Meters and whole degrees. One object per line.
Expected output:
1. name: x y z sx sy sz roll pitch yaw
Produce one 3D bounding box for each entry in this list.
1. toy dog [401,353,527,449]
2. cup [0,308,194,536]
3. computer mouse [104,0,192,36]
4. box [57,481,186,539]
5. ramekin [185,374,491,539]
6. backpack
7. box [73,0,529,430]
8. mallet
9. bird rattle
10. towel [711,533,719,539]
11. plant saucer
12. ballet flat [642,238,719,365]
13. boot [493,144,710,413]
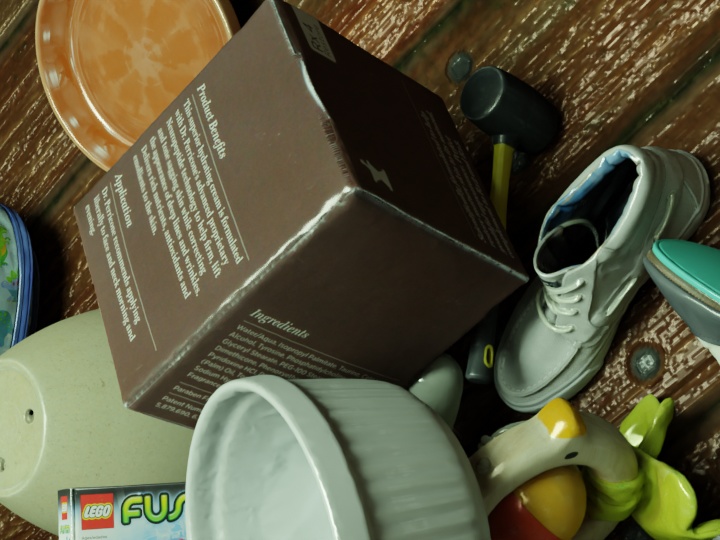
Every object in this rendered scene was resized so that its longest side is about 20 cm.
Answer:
1. toy dog: 0.028 0.146 0.984 0.202 0.131 0.096 -60 22 9
2. cup: -0.221 0.123 1.159 0.198 0.142 0.203 -4 83 38
3. computer mouse: -0.125 -0.255 1.168 0.199 0.053 0.139 -36 89 35
4. box: -0.106 0.200 1.023 0.035 0.198 0.112 -20 72 62
5. ramekin: -0.012 0.155 0.830 0.199 0.104 0.203 16 109 59
6. backpack: -0.360 0.022 1.280 0.198 0.146 0.186 -4 82 43
7. box: -0.041 -0.016 0.905 0.200 0.163 0.167 -41 48 23
8. mallet: 0.093 -0.026 0.952 0.041 0.065 0.203 -7 75 43
9. bird rattle: 0.105 0.143 0.880 0.199 0.163 0.113 -34 45 17
10. towel: 0.202 0.256 0.834 0.200 0.085 0.167 -46 58 26
11. plant saucer: -0.171 -0.167 1.178 0.198 0.032 0.203 11 113 27
12. ballet flat: 0.243 0.043 0.831 0.198 0.073 0.074 21 99 30
13. boot: 0.126 0.004 0.913 0.074 0.095 0.201 46 114 32
